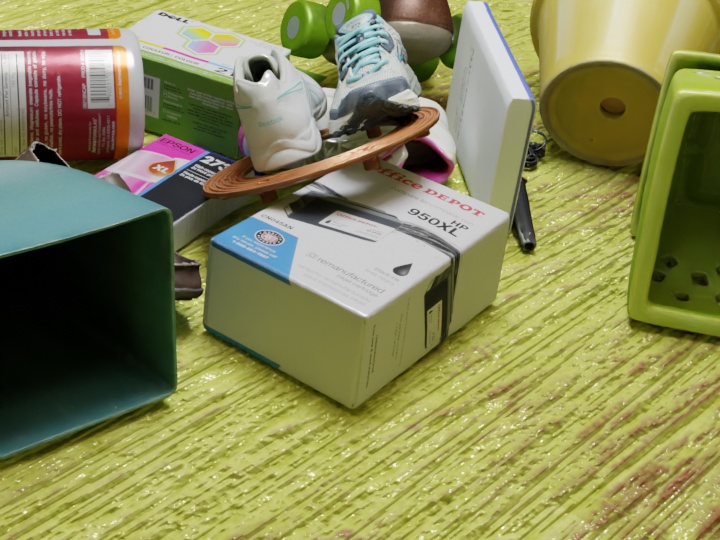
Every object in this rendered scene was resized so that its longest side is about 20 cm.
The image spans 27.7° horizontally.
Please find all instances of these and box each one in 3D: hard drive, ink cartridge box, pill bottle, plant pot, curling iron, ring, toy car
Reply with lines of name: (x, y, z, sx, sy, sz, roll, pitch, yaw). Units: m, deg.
hard drive: (0.112, -0.139, 1.302, 0.025, 0.132, 0.200, 2, 33, -10)
ink cartridge box: (0.000, 0.000, 1.105, 0.144, 0.085, 0.200, 26, 36, 26)
ink cartridge box: (-0.159, -0.067, 1.223, 0.094, 0.037, 0.200, 23, 33, 21)
pill bottle: (-0.288, -0.148, 1.244, 0.199, 0.113, 0.113, -3, 34, -14)
plant pot: (0.253, -0.209, 1.405, 0.200, 0.201, 0.189, 13, 48, 8)
curling iron: (0.147, -0.079, 1.316, 0.049, 0.026, 0.200, 5, 33, 1)
ring: (-0.030, -0.090, 1.168, 0.199, 0.019, 0.200, -17, 15, 5)
ink cartridge box: (-0.133, -0.197, 1.391, 0.147, 0.076, 0.200, 19, 35, 16)
plant pot: (-0.240, 0.006, 1.002, 0.141, 0.142, 0.200, -19, 32, -36)
plant pot: (0.324, -0.068, 1.190, 0.198, 0.201, 0.182, 9, 25, 2)
toy car: (0.030, -0.299, 1.418, 0.164, 0.201, 0.158, 7, -5, -35)

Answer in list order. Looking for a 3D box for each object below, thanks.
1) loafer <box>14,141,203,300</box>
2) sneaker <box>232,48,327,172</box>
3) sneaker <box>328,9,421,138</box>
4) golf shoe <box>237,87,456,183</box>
loafer: (-0.198, -0.039, 1.096, 0.199, 0.071, 0.073, 28, 11, 20)
sneaker: (-0.068, -0.147, 1.190, 0.070, 0.081, 0.200, -20, 21, 3)
sneaker: (0.002, -0.164, 1.193, 0.077, 0.087, 0.200, -17, 13, 6)
golf shoe: (-0.007, -0.112, 1.293, 0.199, 0.076, 0.092, -4, 37, -16)
